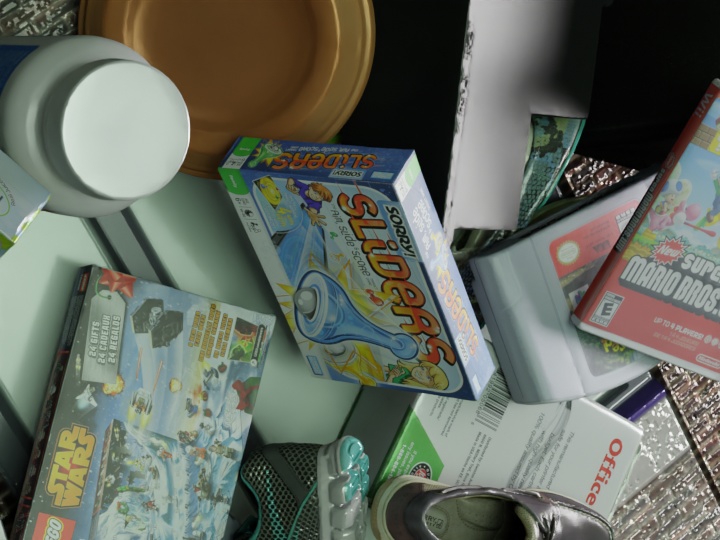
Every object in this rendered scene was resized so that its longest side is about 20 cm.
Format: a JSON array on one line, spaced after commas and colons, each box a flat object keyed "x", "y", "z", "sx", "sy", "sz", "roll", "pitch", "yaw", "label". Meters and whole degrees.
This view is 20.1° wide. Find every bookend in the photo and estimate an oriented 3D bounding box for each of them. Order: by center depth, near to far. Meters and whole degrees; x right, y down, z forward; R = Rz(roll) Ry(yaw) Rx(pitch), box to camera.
[{"x": 0.083, "y": -0.116, "z": 1.427, "sx": 0.200, "sy": 0.092, "sz": 0.199, "roll": -2, "pitch": 100, "yaw": -55, "label": "bookend"}]

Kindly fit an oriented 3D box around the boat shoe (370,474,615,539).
[{"x": 0.103, "y": 0.187, "z": 1.431, "sx": 0.200, "sy": 0.065, "sz": 0.072, "roll": 16, "pitch": 88, "yaw": -29, "label": "boat shoe"}]

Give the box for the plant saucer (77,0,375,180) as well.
[{"x": -0.090, "y": -0.156, "z": 1.342, "sx": 0.199, "sy": 0.037, "sz": 0.201, "roll": 1, "pitch": 104, "yaw": 3, "label": "plant saucer"}]

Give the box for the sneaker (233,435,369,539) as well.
[{"x": -0.044, "y": 0.201, "z": 1.414, "sx": 0.091, "sy": 0.078, "sz": 0.201, "roll": 6, "pitch": 112, "yaw": 11, "label": "sneaker"}]

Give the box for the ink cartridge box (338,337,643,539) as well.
[{"x": 0.093, "y": 0.139, "z": 1.505, "sx": 0.200, "sy": 0.083, "sz": 0.147, "roll": 30, "pitch": 81, "yaw": -27, "label": "ink cartridge box"}]

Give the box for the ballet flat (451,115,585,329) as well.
[{"x": 0.100, "y": -0.053, "z": 1.499, "sx": 0.074, "sy": 0.074, "sz": 0.200, "roll": 31, "pitch": 79, "yaw": -28, "label": "ballet flat"}]

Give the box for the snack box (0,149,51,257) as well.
[{"x": -0.301, "y": -0.065, "z": 1.206, "sx": 0.200, "sy": 0.142, "sz": 0.053, "roll": 42, "pitch": 47, "yaw": -12, "label": "snack box"}]

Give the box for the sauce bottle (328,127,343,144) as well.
[{"x": -0.008, "y": -0.034, "z": 1.442, "sx": 0.065, "sy": 0.065, "sz": 0.201, "roll": -22, "pitch": 106, "yaw": -25, "label": "sauce bottle"}]

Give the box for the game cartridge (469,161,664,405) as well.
[{"x": 0.177, "y": 0.015, "z": 1.489, "sx": 0.200, "sy": 0.041, "sz": 0.133, "roll": -27, "pitch": 105, "yaw": -31, "label": "game cartridge"}]

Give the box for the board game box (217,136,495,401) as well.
[{"x": 0.000, "y": 0.000, "z": 1.351, "sx": 0.034, "sy": 0.135, "sz": 0.200, "roll": -58, "pitch": 140, "yaw": -36, "label": "board game box"}]

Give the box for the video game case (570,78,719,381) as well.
[{"x": 0.255, "y": -0.025, "z": 1.451, "sx": 0.143, "sy": 0.017, "sz": 0.200, "roll": 20, "pitch": 107, "yaw": -31, "label": "video game case"}]

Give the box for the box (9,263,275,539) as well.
[{"x": -0.147, "y": 0.110, "z": 1.373, "sx": 0.137, "sy": 0.040, "sz": 0.201, "roll": 17, "pitch": 80, "yaw": -21, "label": "box"}]

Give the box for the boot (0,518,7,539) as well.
[{"x": -0.293, "y": 0.114, "z": 1.299, "sx": 0.095, "sy": 0.074, "sz": 0.201, "roll": -16, "pitch": 91, "yaw": -11, "label": "boot"}]

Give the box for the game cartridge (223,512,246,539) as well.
[{"x": -0.103, "y": 0.267, "z": 1.440, "sx": 0.133, "sy": 0.040, "sz": 0.200, "roll": -43, "pitch": 113, "yaw": -22, "label": "game cartridge"}]

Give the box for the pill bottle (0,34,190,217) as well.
[{"x": -0.184, "y": -0.090, "z": 1.260, "sx": 0.112, "sy": 0.200, "sz": 0.113, "roll": -3, "pitch": 97, "yaw": -28, "label": "pill bottle"}]

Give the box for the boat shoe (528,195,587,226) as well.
[{"x": 0.208, "y": -0.018, "z": 1.563, "sx": 0.200, "sy": 0.063, "sz": 0.073, "roll": 0, "pitch": 95, "yaw": -29, "label": "boat shoe"}]

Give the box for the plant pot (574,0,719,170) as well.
[{"x": 0.290, "y": -0.163, "z": 1.528, "sx": 0.199, "sy": 0.177, "sz": 0.201, "roll": 13, "pitch": 90, "yaw": -29, "label": "plant pot"}]
